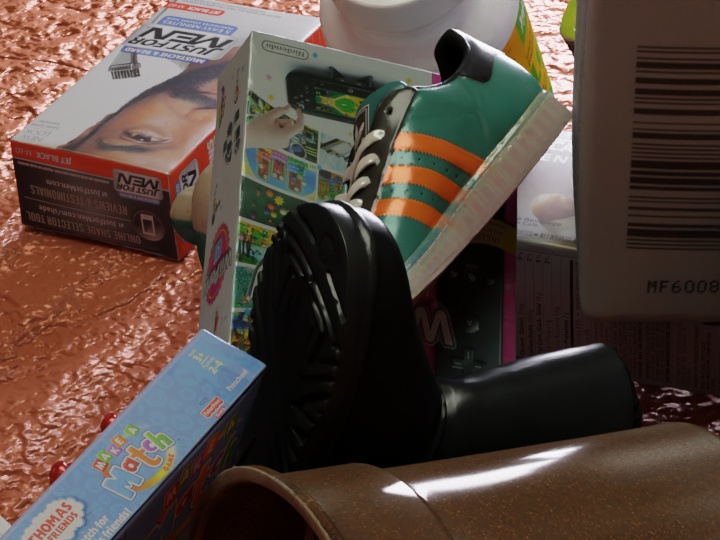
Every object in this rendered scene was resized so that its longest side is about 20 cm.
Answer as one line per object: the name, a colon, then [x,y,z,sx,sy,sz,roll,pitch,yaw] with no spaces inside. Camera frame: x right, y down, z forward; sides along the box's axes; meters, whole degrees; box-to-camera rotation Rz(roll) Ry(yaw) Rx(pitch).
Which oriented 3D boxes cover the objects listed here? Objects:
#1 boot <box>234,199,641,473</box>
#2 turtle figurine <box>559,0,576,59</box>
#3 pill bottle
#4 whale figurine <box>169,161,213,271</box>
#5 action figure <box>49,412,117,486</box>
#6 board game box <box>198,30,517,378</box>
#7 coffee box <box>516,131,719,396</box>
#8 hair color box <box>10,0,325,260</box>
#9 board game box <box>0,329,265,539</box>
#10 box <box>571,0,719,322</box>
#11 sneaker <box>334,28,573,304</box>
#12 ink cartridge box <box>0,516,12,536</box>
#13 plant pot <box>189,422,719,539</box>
boot: [0.039,0.045,0.988,0.167,0.201,0.077,-8,43,-24]
turtle figurine: [0.161,-0.079,1.307,0.064,0.162,0.199,-44,41,-20]
pill bottle: [0.040,-0.128,1.309,0.110,0.200,0.112,-6,63,12]
whale figurine: [-0.024,-0.019,1.290,0.158,0.105,0.200,-5,8,-1]
action figure: [-0.053,0.128,1.087,0.199,0.052,0.065,21,45,35]
board game box: [0.000,0.000,1.133,0.146,0.064,0.202,11,66,-18]
coffee box: [0.146,-0.006,1.240,0.198,0.080,0.115,10,35,20]
hair color box: [-0.109,-0.091,1.419,0.110,0.064,0.200,12,38,23]
board game box: [-0.109,0.139,0.939,0.036,0.201,0.151,30,42,11]
box: [0.201,-0.101,1.123,0.198,0.200,0.172,0,34,2]
sneaker: [0.015,-0.033,1.079,0.080,0.071,0.200,41,55,0]
ink cartridge box: [-0.238,0.126,0.977,0.200,0.083,0.147,43,40,0]
plant pot: [0.061,0.153,0.919,0.197,0.202,0.200,-12,33,-25]
